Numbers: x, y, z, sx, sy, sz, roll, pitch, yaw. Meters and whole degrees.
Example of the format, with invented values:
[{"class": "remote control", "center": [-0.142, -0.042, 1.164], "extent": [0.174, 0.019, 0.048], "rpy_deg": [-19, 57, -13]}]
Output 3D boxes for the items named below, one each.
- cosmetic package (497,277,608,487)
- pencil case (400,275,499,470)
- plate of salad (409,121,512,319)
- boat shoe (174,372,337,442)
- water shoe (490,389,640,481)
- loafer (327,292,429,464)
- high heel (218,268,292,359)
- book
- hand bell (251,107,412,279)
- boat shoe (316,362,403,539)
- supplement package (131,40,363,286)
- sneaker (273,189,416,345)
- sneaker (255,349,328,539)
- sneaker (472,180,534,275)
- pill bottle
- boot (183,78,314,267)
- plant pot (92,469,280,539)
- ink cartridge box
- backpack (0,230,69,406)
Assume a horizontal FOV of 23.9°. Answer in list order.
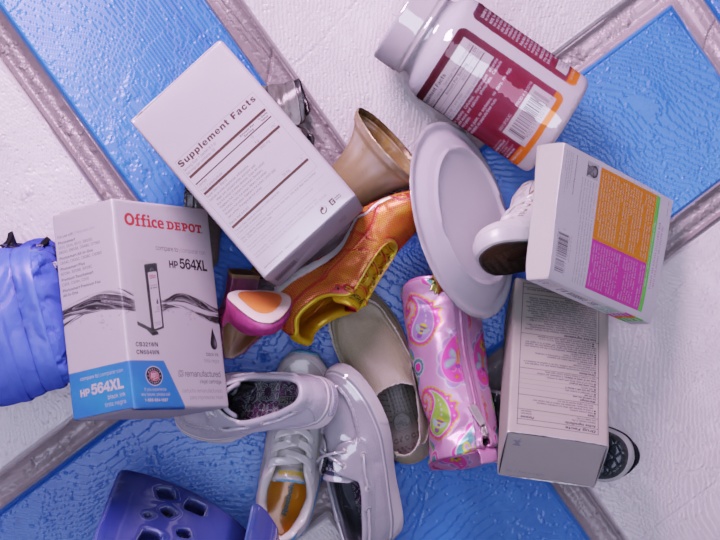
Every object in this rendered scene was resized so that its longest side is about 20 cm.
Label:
[{"class": "cosmetic package", "center": [0.194, 0.109, 1.699], "extent": [0.102, 0.074, 0.202], "rpy_deg": [9, 49, 0]}, {"class": "pencil case", "center": [0.095, 0.103, 1.728], "extent": [0.086, 0.088, 0.203], "rpy_deg": [-9, 77, 0]}, {"class": "plate of salad", "center": [0.095, -0.048, 1.702], "extent": [0.048, 0.200, 0.202], "rpy_deg": [-16, 94, 31]}, {"class": "boat shoe", "center": [-0.119, 0.134, 1.708], "extent": [0.198, 0.068, 0.073], "rpy_deg": [0, 74, 36]}, {"class": "water shoe", "center": [0.192, 0.177, 1.766], "extent": [0.198, 0.079, 0.072], "rpy_deg": [18, 90, 24]}, {"class": "loafer", "center": [0.025, 0.108, 1.758], "extent": [0.075, 0.068, 0.202], "rpy_deg": [-26, 93, 1]}, {"class": "high heel", "center": [-0.113, 0.063, 1.688], "extent": [0.067, 0.200, 0.097], "rpy_deg": [3, 101, -18]}, {"class": "book", "center": [0.236, -0.032, 1.682], "extent": [0.048, 0.199, 0.135], "rpy_deg": [-2, 74, 39]}, {"class": "hand bell", "center": [-0.037, -0.061, 1.750], "extent": [0.200, 0.104, 0.104], "rpy_deg": [-43, 93, 14]}, {"class": "boat shoe", "center": [-0.012, 0.196, 1.729], "extent": [0.071, 0.068, 0.202], "rpy_deg": [11, 119, 40]}, {"class": "supplement package", "center": [-0.108, -0.101, 1.651], "extent": [0.120, 0.121, 0.200], "rpy_deg": [-41, 83, 0]}, {"class": "sneaker", "center": [0.000, 0.000, 1.718], "extent": [0.200, 0.073, 0.077], "rpy_deg": [-44, 52, 8]}, {"class": "sneaker", "center": [-0.065, 0.183, 1.756], "extent": [0.075, 0.081, 0.203], "rpy_deg": [6, 92, 1]}, {"class": "sneaker", "center": [0.159, -0.046, 1.702], "extent": [0.072, 0.199, 0.085], "rpy_deg": [-30, 75, 28]}, {"class": "pill bottle", "center": [0.120, -0.201, 1.718], "extent": [0.199, 0.114, 0.115], "rpy_deg": [34, 92, -2]}, {"class": "boot", "center": [-0.114, -0.099, 1.743], "extent": [0.129, 0.068, 0.203], "rpy_deg": [3, 91, 1]}, {"class": "plant pot", "center": [-0.179, 0.341, 1.678], "extent": [0.177, 0.201, 0.202], "rpy_deg": [8, 119, 0]}, {"class": "ink cartridge box", "center": [-0.211, 0.039, 1.642], "extent": [0.084, 0.145, 0.203], "rpy_deg": [-12, 81, 34]}, {"class": "backpack", "center": [-0.328, 0.041, 1.684], "extent": [0.166, 0.200, 0.164], "rpy_deg": [-19, 93, 1]}]
